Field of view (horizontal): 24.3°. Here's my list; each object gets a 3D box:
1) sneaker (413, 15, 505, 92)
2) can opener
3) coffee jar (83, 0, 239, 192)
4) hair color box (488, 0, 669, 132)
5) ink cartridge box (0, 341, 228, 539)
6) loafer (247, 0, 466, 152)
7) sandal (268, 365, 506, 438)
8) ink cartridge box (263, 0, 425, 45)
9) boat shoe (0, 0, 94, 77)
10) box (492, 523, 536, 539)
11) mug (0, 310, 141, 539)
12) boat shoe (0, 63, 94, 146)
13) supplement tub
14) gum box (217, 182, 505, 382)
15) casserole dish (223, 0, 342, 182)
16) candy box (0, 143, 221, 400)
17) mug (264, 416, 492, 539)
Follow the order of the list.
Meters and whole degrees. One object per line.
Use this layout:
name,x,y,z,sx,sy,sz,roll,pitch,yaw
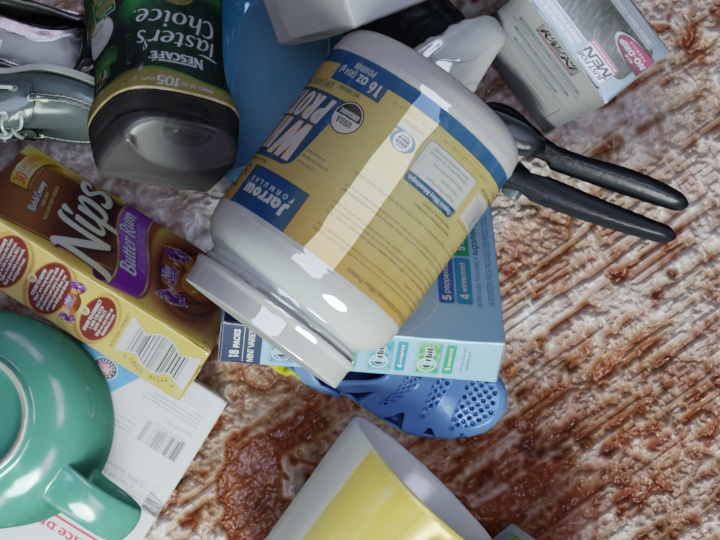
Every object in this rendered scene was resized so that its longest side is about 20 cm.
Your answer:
sneaker,0.049,-0.091,1.205,0.099,0.078,0.200,40,95,11
can opener,0.150,-0.071,1.268,0.200,0.079,0.063,26,105,0
coffee jar,-0.145,-0.155,1.202,0.104,0.085,0.200,10,57,-31
hair color box,0.147,-0.166,1.216,0.061,0.200,0.099,-38,93,-5
ink cartridge box,-0.199,0.151,1.246,0.116,0.067,0.200,32,86,-3
loafer,-0.007,-0.143,1.278,0.200,0.073,0.072,-31,53,1
sandal,0.017,0.077,1.259,0.200,0.087,0.080,17,86,-7
ink cartridge box,0.027,-0.257,1.140,0.200,0.145,0.146,-25,102,-19
boat shoe,-0.238,-0.166,1.252,0.200,0.057,0.067,13,86,-5
box,0.080,0.295,1.247,0.200,0.112,0.101,-39,93,-6
mug,-0.241,0.104,1.155,0.185,0.114,0.152,5,83,5
boat shoe,-0.266,-0.114,1.234,0.200,0.073,0.062,11,51,1
supplement tub,-0.007,-0.039,1.090,0.145,0.145,0.200,36,84,-4
gum box,0.000,0.000,1.226,0.200,0.170,0.045,4,133,-4
casserole dish,-0.064,-0.150,1.238,0.121,0.039,0.200,-10,65,30
candy box,-0.189,-0.001,1.221,0.200,0.117,0.056,31,118,-4
mug,-0.004,0.213,1.214,0.149,0.187,0.153,45,94,4
